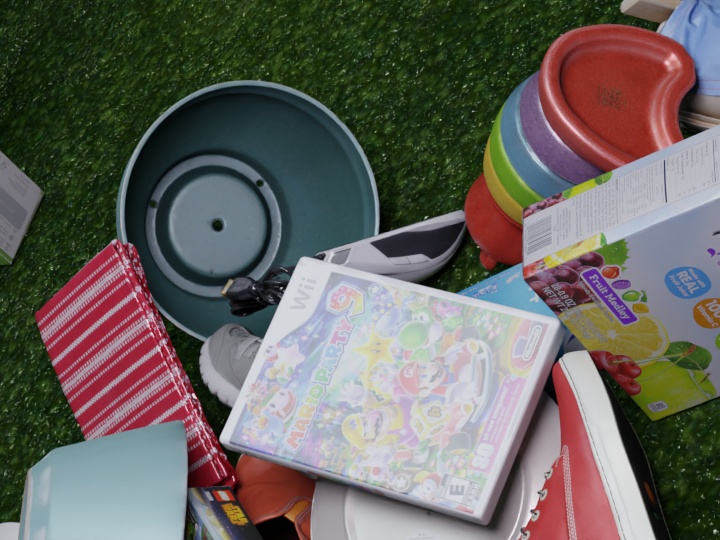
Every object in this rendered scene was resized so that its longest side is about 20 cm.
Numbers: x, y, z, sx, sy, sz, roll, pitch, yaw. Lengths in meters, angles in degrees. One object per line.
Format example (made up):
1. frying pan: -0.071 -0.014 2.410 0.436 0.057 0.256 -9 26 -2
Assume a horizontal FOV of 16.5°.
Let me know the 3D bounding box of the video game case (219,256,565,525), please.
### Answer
1. video game case: 0.020 0.076 1.624 0.199 0.018 0.144 14 69 28

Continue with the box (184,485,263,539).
1. box: -0.079 0.252 1.634 0.200 0.040 0.138 -128 44 -54

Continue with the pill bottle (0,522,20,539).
1. pill bottle: -0.265 0.288 1.783 0.110 0.111 0.201 -9 48 38

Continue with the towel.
1. towel: -0.167 0.093 1.825 0.145 0.022 0.201 -38 73 47

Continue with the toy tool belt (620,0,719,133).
1. toy tool belt: 0.282 -0.157 1.685 0.199 0.123 0.125 -2 53 42

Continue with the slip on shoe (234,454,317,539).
1. slip on shoe: -0.056 0.183 1.729 0.074 0.061 0.200 -36 35 14

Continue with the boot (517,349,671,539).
1. boot: 0.114 0.153 1.555 0.144 0.072 0.201 -24 52 15

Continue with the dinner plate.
1. dinner plate: 0.051 0.152 1.631 0.199 0.024 0.201 -11 65 25

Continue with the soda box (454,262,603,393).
1. soda box: 0.158 0.021 1.678 0.199 0.064 0.068 -26 39 25

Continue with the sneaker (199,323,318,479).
1. sneaker: -0.050 0.076 1.742 0.082 0.075 0.200 -55 30 4

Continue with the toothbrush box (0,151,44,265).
1. toothbrush box: -0.412 -0.070 2.253 0.199 0.146 0.086 -5 51 40

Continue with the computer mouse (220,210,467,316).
1. computer mouse: 0.000 0.000 1.808 0.199 0.044 0.110 -17 0 -29

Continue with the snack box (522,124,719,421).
1. snack box: 0.226 -0.005 1.548 0.199 0.169 0.068 -25 42 26

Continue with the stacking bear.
1. stacking bear: 0.137 -0.071 1.720 0.200 0.113 0.122 126 157 -54

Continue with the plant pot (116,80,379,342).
1. plant pot: -0.099 -0.038 1.901 0.201 0.200 0.134 -53 12 -13

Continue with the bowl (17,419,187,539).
1. bowl: -0.183 0.198 1.705 0.201 0.104 0.202 -173 90 -82
